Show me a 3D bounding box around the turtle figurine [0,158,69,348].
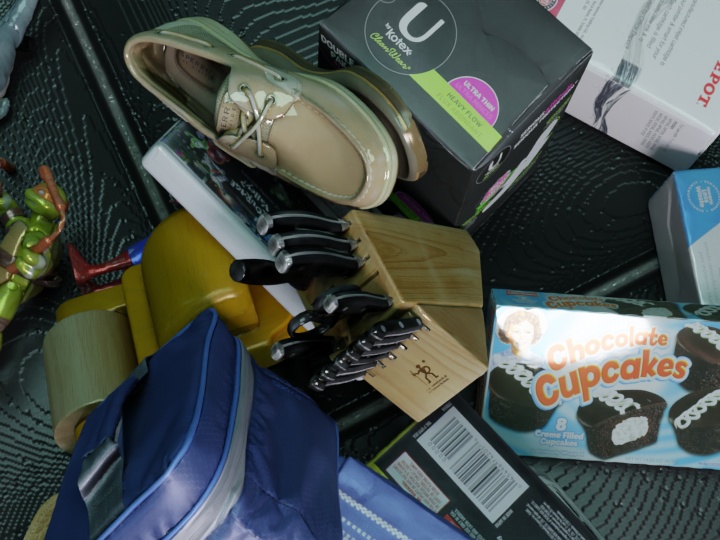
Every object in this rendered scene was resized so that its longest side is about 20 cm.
[{"bbox_3d":[-0.253,-0.002,0.775,0.064,0.199,0.163,27,91,-34],"label":"turtle figurine"}]

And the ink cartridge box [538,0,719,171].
[{"bbox_3d":[0.220,-0.196,0.876,0.198,0.085,0.146,30,73,7],"label":"ink cartridge box"}]

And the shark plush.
[{"bbox_3d":[-0.302,-0.141,0.827,0.091,0.083,0.200,42,75,11],"label":"shark plush"}]

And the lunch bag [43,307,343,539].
[{"bbox_3d":[-0.100,0.124,0.599,0.136,0.201,0.132,-43,108,13],"label":"lunch bag"}]

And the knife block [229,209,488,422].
[{"bbox_3d":[0.000,0.000,0.667,0.175,0.064,0.201,42,27,-21],"label":"knife block"}]

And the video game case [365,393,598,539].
[{"bbox_3d":[0.060,0.202,0.650,0.180,0.026,0.200,-38,72,-20],"label":"video game case"}]

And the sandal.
[{"bbox_3d":[-0.026,-0.100,0.715,0.054,0.081,0.199,-43,45,-16],"label":"sandal"}]

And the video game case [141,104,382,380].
[{"bbox_3d":[-0.047,-0.041,0.747,0.023,0.182,0.200,-39,103,25],"label":"video game case"}]

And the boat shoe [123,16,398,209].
[{"bbox_3d":[-0.065,-0.096,0.659,0.199,0.073,0.065,36,32,23],"label":"boat shoe"}]

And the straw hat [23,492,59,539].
[{"bbox_3d":[-0.159,0.249,0.702,0.084,0.199,0.205,13,65,-42],"label":"straw hat"}]

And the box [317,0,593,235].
[{"bbox_3d":[0.057,-0.120,0.780,0.148,0.200,0.124,44,74,10],"label":"box"}]

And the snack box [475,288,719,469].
[{"bbox_3d":[0.186,0.080,0.777,0.195,0.037,0.119,4,109,-2],"label":"snack box"}]

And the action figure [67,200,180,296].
[{"bbox_3d":[-0.120,-0.029,0.809,0.196,0.066,0.052,-16,60,-13],"label":"action figure"}]

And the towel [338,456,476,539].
[{"bbox_3d":[-0.003,0.221,0.607,0.143,0.024,0.201,31,64,8],"label":"towel"}]

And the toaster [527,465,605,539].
[{"bbox_3d":[0.110,0.230,0.716,0.128,0.114,0.201,-36,73,-16],"label":"toaster"}]

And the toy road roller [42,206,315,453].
[{"bbox_3d":[-0.130,0.038,0.735,0.196,0.147,0.124,-17,53,-6],"label":"toy road roller"}]

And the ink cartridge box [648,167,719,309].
[{"bbox_3d":[0.338,-0.021,0.835,0.196,0.067,0.118,-5,72,-5],"label":"ink cartridge box"}]
